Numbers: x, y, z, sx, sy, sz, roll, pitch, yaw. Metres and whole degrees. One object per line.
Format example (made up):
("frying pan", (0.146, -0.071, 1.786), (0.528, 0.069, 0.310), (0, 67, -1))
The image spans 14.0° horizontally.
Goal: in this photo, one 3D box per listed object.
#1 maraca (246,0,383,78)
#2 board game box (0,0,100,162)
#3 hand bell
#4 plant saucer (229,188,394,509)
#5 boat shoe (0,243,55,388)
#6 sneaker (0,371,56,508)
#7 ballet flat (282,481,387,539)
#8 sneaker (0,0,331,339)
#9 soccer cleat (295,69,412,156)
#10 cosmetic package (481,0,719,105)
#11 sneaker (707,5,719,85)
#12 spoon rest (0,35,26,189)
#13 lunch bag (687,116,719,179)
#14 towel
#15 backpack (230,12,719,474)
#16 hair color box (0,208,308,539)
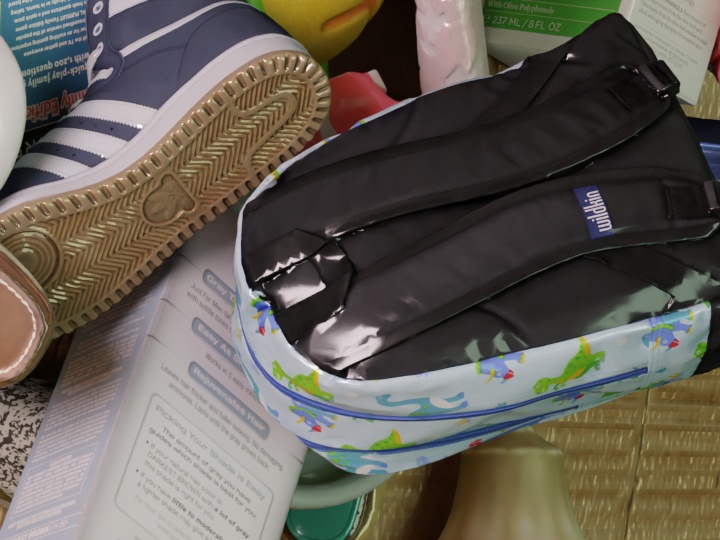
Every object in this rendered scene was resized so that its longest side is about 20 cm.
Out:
("maraca", (-0.034, -0.142, 1.341), (0.137, 0.106, 0.201), (-4, 95, -69))
("board game box", (-0.149, -0.130, 1.262), (0.151, 0.047, 0.201), (-21, 115, -45))
("hand bell", (0.080, 0.063, 1.579), (0.104, 0.104, 0.201), (6, 82, -50))
("plant saucer", (-0.042, 0.015, 1.402), (0.199, 0.050, 0.201), (7, 79, -38))
("boat shoe", (-0.212, -0.007, 1.115), (0.072, 0.199, 0.076), (-129, -118, -84))
("sneaker", (-0.112, 0.098, 1.332), (0.200, 0.088, 0.077), (28, 78, -49))
("ballet flat", (-0.001, 0.048, 1.489), (0.063, 0.068, 0.201), (26, 81, -78))
("sneaker", (-0.116, -0.051, 1.243), (0.200, 0.109, 0.070), (-34, 133, -3))
("soccer cleat", (0.000, 0.000, 1.344), (0.076, 0.067, 0.201), (-27, 130, -18))
("cosmetic package", (0.144, -0.198, 1.550), (0.085, 0.107, 0.201), (22, 80, -48))
("sneaker", (0.200, -0.135, 1.584), (0.074, 0.200, 0.087), (29, 76, -15))
("spoon rest", (-0.211, -0.021, 1.187), (0.200, 0.099, 0.061), (-55, 165, 0))
("lunch bag", (0.174, -0.013, 1.588), (0.200, 0.135, 0.133), (-20, 117, -73))
("towel", (0.045, -0.114, 1.431), (0.191, 0.032, 0.201), (-89, 171, -65))
("backpack", (0.043, 0.002, 1.227), (0.199, 0.164, 0.154), (-16, 155, -25))
("hair color box", (-0.080, 0.073, 1.256), (0.099, 0.060, 0.201), (42, 46, -28))
